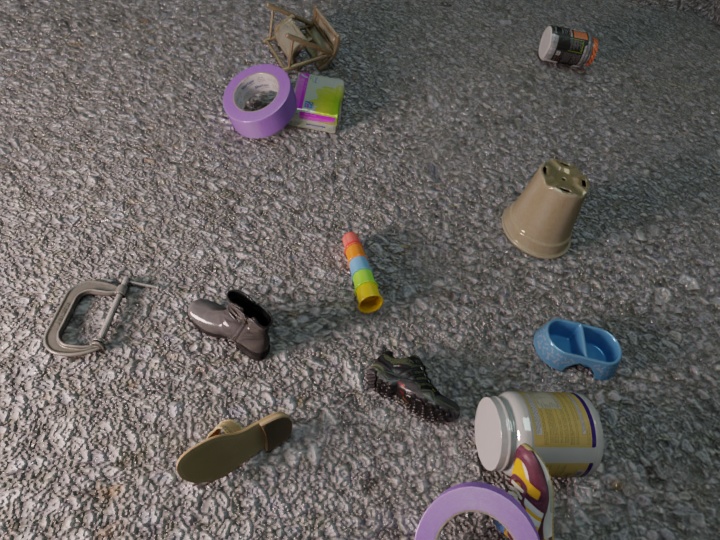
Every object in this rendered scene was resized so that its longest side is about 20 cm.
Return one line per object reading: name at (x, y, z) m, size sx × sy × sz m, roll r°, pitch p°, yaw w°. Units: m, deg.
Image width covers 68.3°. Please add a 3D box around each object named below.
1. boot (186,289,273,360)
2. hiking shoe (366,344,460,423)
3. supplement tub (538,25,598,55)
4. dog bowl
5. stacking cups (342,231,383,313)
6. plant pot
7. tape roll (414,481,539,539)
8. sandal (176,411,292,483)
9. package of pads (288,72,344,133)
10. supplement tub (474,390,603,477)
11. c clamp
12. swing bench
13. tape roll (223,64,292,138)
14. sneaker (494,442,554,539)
boot at (-0.252, 0.080, 1.029) m, size 0.194 × 0.134 × 0.071 m, roll 24°, pitch 50°, yaw 8°
hiking shoe at (0.113, 0.215, 1.038) m, size 0.195 × 0.077 × 0.102 m, roll 27°, pitch 53°, yaw 11°
supplement tub at (0.795, -0.855, 2.032) m, size 0.192 × 0.125 × 0.126 m, roll 10°, pitch 49°, yaw -5°
dog bowl at (0.485, 0.169, 1.176) m, size 0.192 × 0.050 × 0.114 m, roll 13°, pitch 50°, yaw -1°
stacking cups at (0.000, 0.000, 1.208) m, size 0.058 × 0.062 × 0.204 m, roll -4°, pitch 47°, yaw -15°
plant pot at (0.487, -0.170, 1.364) m, size 0.192 × 0.187 × 0.206 m, roll 6°, pitch 49°, yaw -7°
tape roll at (0.180, 0.437, 0.810) m, size 0.192 × 0.066 × 0.209 m, roll -4°, pitch 76°, yaw 17°
sandal at (-0.223, 0.293, 0.921) m, size 0.206 × 0.081 × 0.069 m, roll -15°, pitch 23°, yaw -32°
package of pads at (-0.125, -0.499, 1.572) m, size 0.148 × 0.069 × 0.205 m, roll 8°, pitch 51°, yaw -5°
supplement tub at (0.321, 0.298, 0.971) m, size 0.191 × 0.148 × 0.149 m, roll 4°, pitch 49°, yaw -9°
c clamp at (-0.511, 0.085, 1.037) m, size 0.164 × 0.028 × 0.205 m, roll 13°, pitch 49°, yaw -2°
swing bench at (-0.194, -0.759, 1.733) m, size 0.194 × 0.132 × 0.202 m, roll -11°, pitch 53°, yaw -28°
tape roll at (-0.276, -0.468, 1.463) m, size 0.191 × 0.066 × 0.207 m, roll -5°, pitch 63°, yaw 9°
sneaker at (0.261, 0.387, 0.865) m, size 0.087 × 0.209 × 0.075 m, roll -12°, pitch 11°, yaw -12°
